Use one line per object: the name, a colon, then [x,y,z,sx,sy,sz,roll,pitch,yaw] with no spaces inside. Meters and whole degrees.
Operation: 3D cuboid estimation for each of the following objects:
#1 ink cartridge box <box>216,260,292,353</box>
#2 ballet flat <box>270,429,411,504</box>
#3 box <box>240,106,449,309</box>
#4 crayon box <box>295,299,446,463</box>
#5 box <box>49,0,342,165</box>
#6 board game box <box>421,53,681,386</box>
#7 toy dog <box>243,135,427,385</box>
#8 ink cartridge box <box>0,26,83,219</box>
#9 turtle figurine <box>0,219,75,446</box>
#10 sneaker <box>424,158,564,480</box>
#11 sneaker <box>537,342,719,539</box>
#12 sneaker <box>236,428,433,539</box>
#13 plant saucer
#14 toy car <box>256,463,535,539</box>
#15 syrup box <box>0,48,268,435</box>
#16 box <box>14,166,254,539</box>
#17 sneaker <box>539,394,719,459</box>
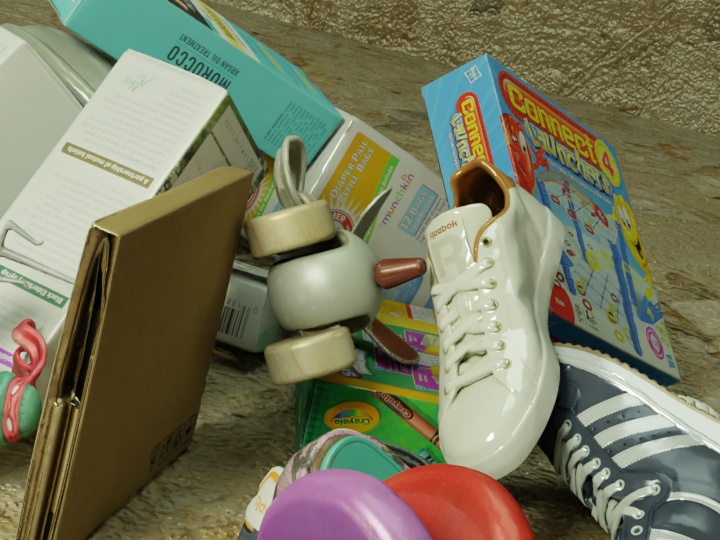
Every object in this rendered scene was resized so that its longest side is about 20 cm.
ink cartridge box: [-0.113,0.013,1.185,0.159,0.051,0.200,17,1,14]
ballet flat: [0.042,0.149,0.706,0.200,0.071,0.069,41,53,-2]
box: [0.009,-0.031,1.175,0.199,0.113,0.101,32,0,-38]
crayon box: [0.021,0.073,1.023,0.117,0.059,0.200,12,15,-5]
box: [-0.108,-0.141,1.050,0.199,0.049,0.082,31,13,-37]
board game box: [0.135,-0.023,1.150,0.056,0.198,0.199,-25,-29,27]
toy dog: [0.000,0.000,0.947,0.095,0.133,0.200,-10,22,11]
ink cartridge box: [-0.253,-0.067,1.021,0.200,0.145,0.145,31,-17,52]
turtle figurine: [-0.224,0.051,0.771,0.198,0.101,0.151,7,59,3]
sneaker: [0.059,0.022,0.885,0.085,0.072,0.201,43,36,-29]
sneaker: [0.131,0.115,0.856,0.199,0.071,0.108,26,53,31]
sneaker: [0.019,0.122,0.802,0.078,0.080,0.199,22,15,34]
plant saucer: [-0.152,-0.094,1.067,0.200,0.050,0.200,44,-10,10]
toy car: [0.001,0.140,0.564,0.199,0.152,0.174,-1,20,-44]
syrup box: [-0.142,-0.012,0.899,0.081,0.201,0.079,24,-21,28]
box: [-0.107,0.039,0.819,0.021,0.165,0.200,17,15,10]
sneaker: [0.172,0.116,1.001,0.199,0.066,0.091,23,34,-39]
